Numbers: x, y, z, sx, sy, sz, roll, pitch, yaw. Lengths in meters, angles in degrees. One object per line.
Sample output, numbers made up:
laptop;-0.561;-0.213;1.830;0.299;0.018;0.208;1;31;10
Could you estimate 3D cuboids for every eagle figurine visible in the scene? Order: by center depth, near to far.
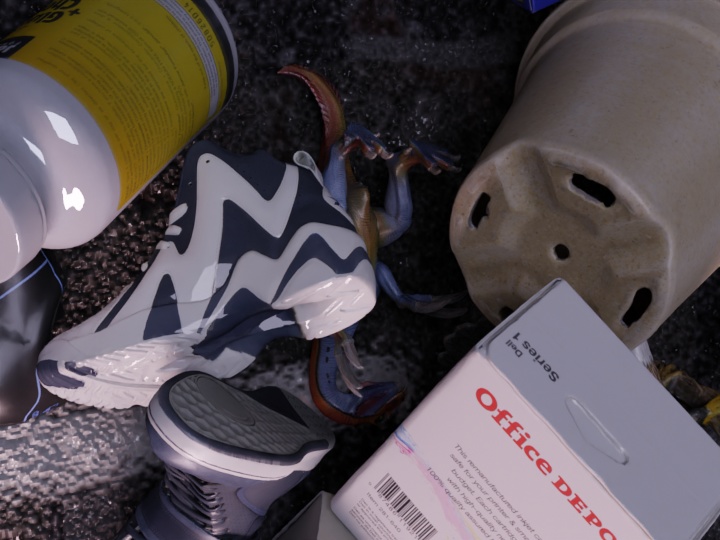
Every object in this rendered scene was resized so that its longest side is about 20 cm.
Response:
eagle figurine;0.158;0.090;0.918;0.199;0.152;0.152;-6;65;-42

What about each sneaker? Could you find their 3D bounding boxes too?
sneaker;-0.098;0.134;0.822;0.077;0.202;0.146;43;95;19
sneaker;-0.098;-0.008;0.841;0.198;0.080;0.130;-24;58;10
sneaker;-0.214;-0.010;0.853;0.077;0.070;0.202;-4;90;-33

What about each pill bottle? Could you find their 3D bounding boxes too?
pill bottle;-0.160;-0.083;0.799;0.112;0.112;0.200;49;45;-11

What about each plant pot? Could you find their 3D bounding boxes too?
plant pot;0.147;-0.050;0.855;0.201;0.200;0.183;57;41;-9

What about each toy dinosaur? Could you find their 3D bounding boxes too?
toy dinosaur;0.000;0.000;0.925;0.104;0.200;0.182;4;123;-34

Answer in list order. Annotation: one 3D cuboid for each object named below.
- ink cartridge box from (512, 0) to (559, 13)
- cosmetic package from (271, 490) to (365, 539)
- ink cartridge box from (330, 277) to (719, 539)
ink cartridge box;0.123;-0.239;0.909;0.199;0.137;0.077;-27;131;-14
cosmetic package;0.041;0.225;0.897;0.199;0.087;0.104;21;50;-17
ink cartridge box;0.090;0.121;0.800;0.145;0.200;0.084;47;51;8
